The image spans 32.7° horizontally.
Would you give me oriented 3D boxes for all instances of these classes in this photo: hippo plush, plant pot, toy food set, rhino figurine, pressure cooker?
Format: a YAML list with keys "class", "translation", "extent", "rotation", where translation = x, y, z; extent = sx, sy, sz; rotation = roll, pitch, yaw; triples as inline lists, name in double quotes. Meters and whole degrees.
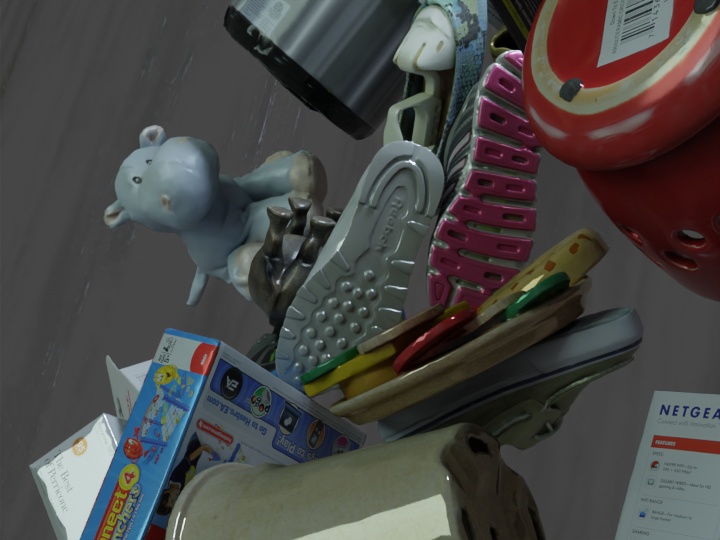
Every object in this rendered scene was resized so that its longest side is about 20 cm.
- class: "hippo plush"
  translation: [-0.136, -0.074, 1.127]
  extent: [0.199, 0.160, 0.161]
  rotation: [0, 57, 58]
- class: "plant pot"
  translation: [0.012, 0.187, 0.749]
  extent: [0.182, 0.200, 0.203]
  rotation: [-25, 46, 25]
- class: "plant pot"
  translation: [0.202, -0.106, 0.714]
  extent: [0.199, 0.181, 0.203]
  rotation: [-34, 40, 35]
- class: "toy food set"
  translation: [0.063, 0.041, 0.798]
  extent: [0.199, 0.197, 0.049]
  rotation: [-28, 87, 36]
- class: "rhino figurine"
  translation: [-0.045, -0.012, 1.002]
  extent: [0.200, 0.059, 0.089]
  rotation: [-36, -37, -78]
- class: "pressure cooker"
  translation: [-0.001, -0.238, 1.071]
  extent: [0.201, 0.175, 0.179]
  rotation: [-52, 6, 6]

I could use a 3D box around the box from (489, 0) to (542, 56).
- class: "box"
  translation: [0.148, -0.211, 0.763]
  extent: [0.159, 0.200, 0.045]
  rotation: [-30, 58, 14]

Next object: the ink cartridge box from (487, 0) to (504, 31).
- class: "ink cartridge box"
  translation: [0.177, -0.293, 0.972]
  extent: [0.199, 0.085, 0.150]
  rotation: [-27, 45, 41]

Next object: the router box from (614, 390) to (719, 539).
- class: "router box"
  translation: [0.215, 0.157, 0.610]
  extent: [0.199, 0.049, 0.182]
  rotation: [-1, 64, 52]

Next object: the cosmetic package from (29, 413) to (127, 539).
- class: "cosmetic package"
  translation: [-0.187, 0.222, 0.972]
  extent: [0.082, 0.051, 0.202]
  rotation: [-33, 65, 7]

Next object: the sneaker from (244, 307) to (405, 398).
- class: "sneaker"
  translation: [-0.046, 0.063, 1.001]
  extent: [0.199, 0.070, 0.084]
  rotation: [-33, 48, 38]

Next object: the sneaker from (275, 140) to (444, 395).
- class: "sneaker"
  translation: [0.000, 0.000, 0.911]
  extent: [0.202, 0.076, 0.080]
  rotation: [-60, 9, 0]

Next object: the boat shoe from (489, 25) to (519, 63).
- class: "boat shoe"
  translation: [0.179, -0.169, 0.888]
  extent: [0.198, 0.068, 0.073]
  rotation: [-17, 50, 44]

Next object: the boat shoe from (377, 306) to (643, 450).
- class: "boat shoe"
  translation: [0.102, 0.085, 0.808]
  extent: [0.198, 0.072, 0.063]
  rotation: [-28, 86, 29]

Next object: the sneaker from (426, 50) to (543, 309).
- class: "sneaker"
  translation: [0.092, -0.059, 0.918]
  extent: [0.087, 0.072, 0.203]
  rotation: [-162, 85, -83]

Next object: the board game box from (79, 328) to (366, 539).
- class: "board game box"
  translation: [-0.097, 0.171, 0.865]
  extent: [0.055, 0.200, 0.198]
  rotation: [10, 71, 36]

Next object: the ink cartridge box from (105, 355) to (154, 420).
- class: "ink cartridge box"
  translation: [-0.143, 0.143, 1.019]
  extent: [0.199, 0.067, 0.118]
  rotation: [31, 132, 56]

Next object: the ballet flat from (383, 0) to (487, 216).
- class: "ballet flat"
  translation: [0.054, -0.140, 0.961]
  extent: [0.074, 0.073, 0.204]
  rotation: [24, 111, 56]
